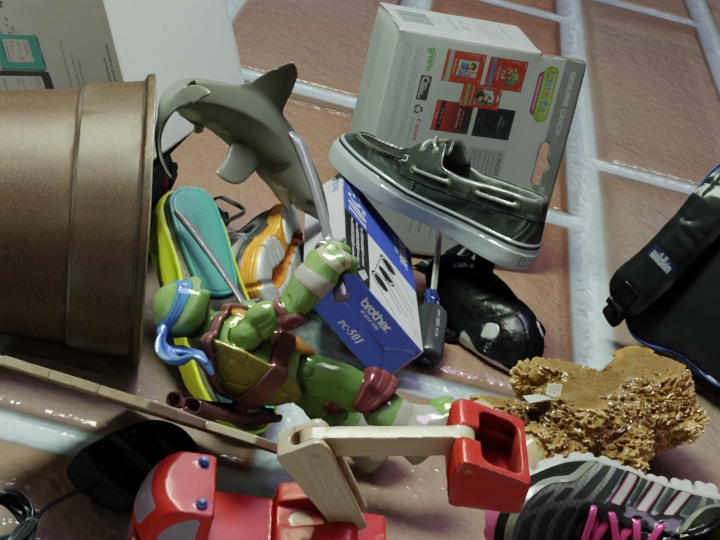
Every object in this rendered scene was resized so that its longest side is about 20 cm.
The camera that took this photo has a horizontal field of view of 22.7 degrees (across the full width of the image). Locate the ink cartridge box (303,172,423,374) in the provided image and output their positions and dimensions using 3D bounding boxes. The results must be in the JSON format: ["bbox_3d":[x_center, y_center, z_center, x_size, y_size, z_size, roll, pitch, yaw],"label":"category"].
[{"bbox_3d":[0.000,0.000,1.386,0.094,0.044,0.200,50,13,-19],"label":"ink cartridge box"}]

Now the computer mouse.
[{"bbox_3d":[-0.164,0.136,1.034,0.059,0.034,0.200,40,33,21],"label":"computer mouse"}]

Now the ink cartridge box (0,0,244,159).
[{"bbox_3d":[-0.222,-0.178,1.400,0.200,0.146,0.147,4,29,31],"label":"ink cartridge box"}]

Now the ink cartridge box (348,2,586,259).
[{"bbox_3d":[0.084,-0.116,1.572,0.175,0.200,0.084,8,22,-16],"label":"ink cartridge box"}]

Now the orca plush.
[{"bbox_3d":[0.105,0.008,1.457,0.105,0.071,0.200,11,22,-8],"label":"orca plush"}]

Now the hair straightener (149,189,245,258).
[{"bbox_3d":[-0.133,-0.024,1.442,0.077,0.041,0.200,16,17,2],"label":"hair straightener"}]

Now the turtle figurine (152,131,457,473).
[{"bbox_3d":[-0.028,0.030,1.142,0.194,0.144,0.200,39,31,-18],"label":"turtle figurine"}]

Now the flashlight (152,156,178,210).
[{"bbox_3d":[-0.194,-0.054,1.424,0.068,0.068,0.200,10,20,1],"label":"flashlight"}]

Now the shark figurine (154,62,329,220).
[{"bbox_3d":[-0.087,-0.121,1.301,0.214,0.089,0.128,24,33,-58],"label":"shark figurine"}]

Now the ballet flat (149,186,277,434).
[{"bbox_3d":[-0.106,0.036,1.240,0.067,0.067,0.200,2,56,-34],"label":"ballet flat"}]

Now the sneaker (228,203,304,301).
[{"bbox_3d":[-0.084,-0.003,1.368,0.077,0.078,0.200,-16,5,12],"label":"sneaker"}]

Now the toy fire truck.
[{"bbox_3d":[-0.020,0.124,0.988,0.200,0.141,0.049,11,42,-11],"label":"toy fire truck"}]

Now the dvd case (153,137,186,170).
[{"bbox_3d":[-0.233,-0.112,1.470,0.200,0.025,0.150,-3,25,20],"label":"dvd case"}]

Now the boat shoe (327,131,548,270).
[{"bbox_3d":[0.067,-0.073,1.428,0.200,0.071,0.072,28,19,22],"label":"boat shoe"}]

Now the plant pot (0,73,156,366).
[{"bbox_3d":[-0.241,-0.041,1.213,0.198,0.201,0.200,4,23,-8],"label":"plant pot"}]

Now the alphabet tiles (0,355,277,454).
[{"bbox_3d":[-0.118,0.084,1.061,0.167,0.008,0.200,14,-7,26],"label":"alphabet tiles"}]

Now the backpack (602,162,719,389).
[{"bbox_3d":[0.333,0.006,1.450,0.200,0.191,0.154,32,11,36],"label":"backpack"}]

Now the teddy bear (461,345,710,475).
[{"bbox_3d":[0.151,0.113,1.261,0.145,0.067,0.200,17,26,32],"label":"teddy bear"}]

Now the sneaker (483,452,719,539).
[{"bbox_3d":[0.175,0.167,1.109,0.200,0.074,0.087,10,15,-24],"label":"sneaker"}]

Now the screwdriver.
[{"bbox_3d":[0.055,0.008,1.425,0.029,0.028,0.200,3,37,-1],"label":"screwdriver"}]
